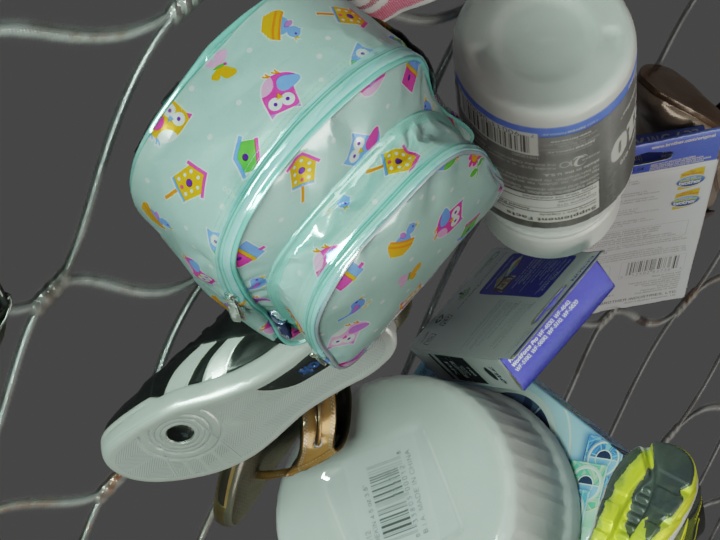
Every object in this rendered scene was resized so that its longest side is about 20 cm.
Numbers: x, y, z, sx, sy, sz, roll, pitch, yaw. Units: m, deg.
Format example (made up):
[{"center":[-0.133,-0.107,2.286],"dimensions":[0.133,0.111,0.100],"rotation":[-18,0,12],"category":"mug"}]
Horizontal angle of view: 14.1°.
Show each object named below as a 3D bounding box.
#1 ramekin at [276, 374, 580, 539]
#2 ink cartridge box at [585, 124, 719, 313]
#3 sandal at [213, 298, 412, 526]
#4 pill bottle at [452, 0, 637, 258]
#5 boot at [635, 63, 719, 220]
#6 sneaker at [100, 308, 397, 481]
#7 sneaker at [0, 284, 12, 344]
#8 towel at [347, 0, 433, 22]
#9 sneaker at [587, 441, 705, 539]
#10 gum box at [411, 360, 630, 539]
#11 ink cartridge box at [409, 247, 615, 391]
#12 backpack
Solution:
[{"center":[0.040,0.166,1.976],"dimensions":[0.201,0.200,0.098],"rotation":[-54,151,2],"category":"ramekin"},{"center":[0.187,-0.041,2.100],"dimensions":[0.119,0.042,0.200],"rotation":[-10,147,-12],"category":"ink cartridge box"},{"center":[-0.025,0.089,1.906],"dimensions":[0.200,0.055,0.082],"rotation":[-48,158,-16],"category":"sandal"},{"center":[0.117,-0.095,1.839],"dimensions":[0.114,0.114,0.200],"rotation":[-47,159,-18],"category":"pill bottle"},{"center":[0.213,-0.072,2.154],"dimensions":[0.146,0.070,0.200],"rotation":[-48,150,19],"category":"boot"},{"center":[-0.068,0.040,1.722],"dimensions":[0.200,0.112,0.073],"rotation":[-28,136,20],"category":"sneaker"},{"center":[-0.202,0.016,1.369],"dimensions":[0.076,0.091,0.200],"rotation":[-53,160,-7],"category":"sneaker"},{"center":[0.042,-0.182,1.554],"dimensions":[0.146,0.030,0.200],"rotation":[-18,163,13],"category":"towel"},{"center":[0.173,0.215,1.945],"dimensions":[0.200,0.074,0.085],"rotation":[-54,143,-9],"category":"sneaker"},{"center":[0.090,0.157,2.049],"dimensions":[0.170,0.200,0.045],"rotation":[-55,143,5],"category":"gum box"},{"center":[0.107,0.032,1.973],"dimensions":[0.099,0.039,0.200],"rotation":[-48,-166,-11],"category":"ink cartridge box"},{"center":[-0.025,-0.053,1.561],"dimensions":[0.176,0.153,0.200],"rotation":[-47,152,-3],"category":"backpack"}]
